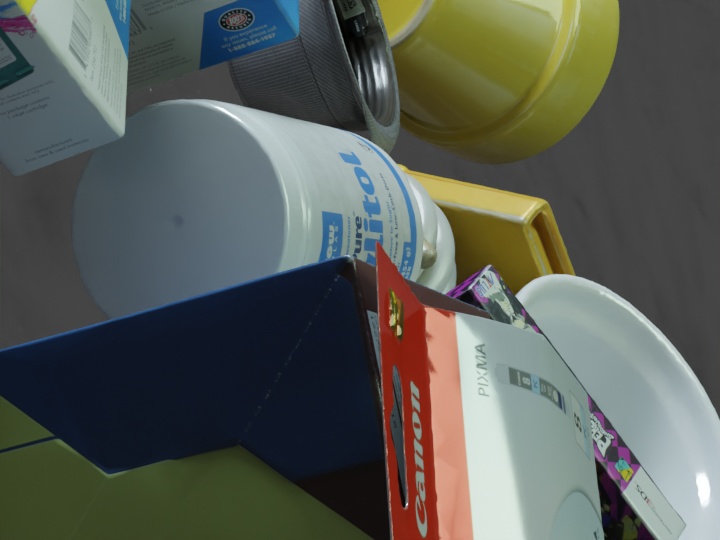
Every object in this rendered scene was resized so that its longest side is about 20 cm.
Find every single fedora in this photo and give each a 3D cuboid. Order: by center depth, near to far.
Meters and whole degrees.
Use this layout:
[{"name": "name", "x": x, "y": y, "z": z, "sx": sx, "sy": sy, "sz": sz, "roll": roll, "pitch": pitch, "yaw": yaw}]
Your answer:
[{"name": "fedora", "x": -0.039, "y": -0.149, "z": 1.458, "sx": 0.200, "sy": 0.090, "sz": 0.178, "roll": -57, "pitch": 130, "yaw": -76}]

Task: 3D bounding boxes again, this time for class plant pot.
[{"name": "plant pot", "x": 0.066, "y": -0.198, "z": 1.690, "sx": 0.188, "sy": 0.200, "sz": 0.202, "roll": 17, "pitch": 57, "yaw": -51}]

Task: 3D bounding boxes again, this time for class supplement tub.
[{"name": "supplement tub", "x": -0.056, "y": -0.020, "z": 1.210, "sx": 0.200, "sy": 0.131, "sz": 0.133, "roll": 2, "pitch": 72, "yaw": -69}]

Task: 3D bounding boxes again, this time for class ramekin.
[{"name": "ramekin", "x": 0.129, "y": 0.112, "z": 1.345, "sx": 0.200, "sy": 0.098, "sz": 0.202, "roll": 31, "pitch": 38, "yaw": -29}]

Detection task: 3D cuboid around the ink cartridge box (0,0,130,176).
[{"name": "ink cartridge box", "x": -0.184, "y": -0.156, "z": 1.056, "sx": 0.200, "sy": 0.067, "sz": 0.117, "roll": 55, "pitch": 24, "yaw": -45}]

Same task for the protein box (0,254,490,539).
[{"name": "protein box", "x": -0.046, "y": 0.093, "z": 1.032, "sx": 0.200, "sy": 0.197, "sz": 0.136, "roll": 22, "pitch": 55, "yaw": -68}]

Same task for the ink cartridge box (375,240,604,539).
[{"name": "ink cartridge box", "x": 0.061, "y": 0.094, "z": 0.952, "sx": 0.200, "sy": 0.047, "sz": 0.161, "roll": 51, "pitch": 32, "yaw": -58}]

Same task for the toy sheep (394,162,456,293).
[{"name": "toy sheep", "x": 0.000, "y": 0.000, "z": 1.385, "sx": 0.201, "sy": 0.137, "sz": 0.139, "roll": 76, "pitch": 10, "yaw": -47}]

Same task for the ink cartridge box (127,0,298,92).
[{"name": "ink cartridge box", "x": -0.125, "y": -0.194, "z": 1.169, "sx": 0.200, "sy": 0.115, "sz": 0.068, "roll": 56, "pitch": 25, "yaw": -45}]

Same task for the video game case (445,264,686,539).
[{"name": "video game case", "x": 0.053, "y": 0.118, "z": 1.246, "sx": 0.182, "sy": 0.199, "sz": 0.036, "roll": 53, "pitch": 37, "yaw": -5}]

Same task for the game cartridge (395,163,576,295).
[{"name": "game cartridge", "x": 0.064, "y": 0.006, "z": 1.479, "sx": 0.032, "sy": 0.199, "sz": 0.177, "roll": -46, "pitch": 132, "yaw": -27}]
